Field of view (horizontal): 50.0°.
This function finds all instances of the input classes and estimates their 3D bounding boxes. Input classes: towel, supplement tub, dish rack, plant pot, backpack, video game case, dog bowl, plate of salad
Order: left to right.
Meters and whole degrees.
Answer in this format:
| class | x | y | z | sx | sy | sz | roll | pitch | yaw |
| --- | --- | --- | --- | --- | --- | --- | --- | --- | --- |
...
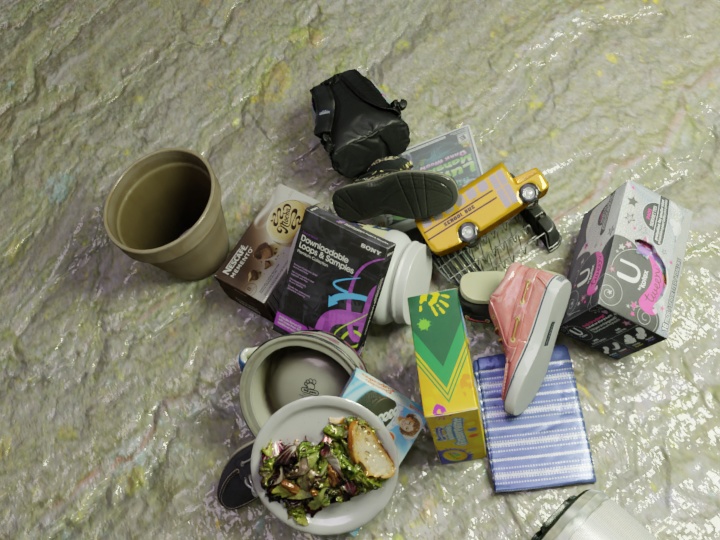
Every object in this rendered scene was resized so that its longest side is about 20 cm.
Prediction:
| class | x | y | z | sx | sy | sz | roll | pitch | yaw |
| --- | --- | --- | --- | --- | --- | --- | --- | --- | --- |
| plant pot | -0.307 | -0.074 | 1.313 | 0.195 | 0.174 | 0.204 | -7 | 59 | 11 |
| dog bowl | -0.072 | 0.176 | 1.113 | 0.195 | 0.074 | 0.205 | 4 | 106 | 14 |
| plate of salad | -0.047 | 0.262 | 1.007 | 0.196 | 0.204 | 0.048 | -17 | 15 | 5 |
| backpack | -0.014 | -0.258 | 1.354 | 0.164 | 0.128 | 0.201 | -21 | 46 | -9 |
| supplement tub | 0.000 | 0.000 | 1.203 | 0.196 | 0.146 | 0.147 | 14 | 65 | 22 |
| video game case | 0.107 | -0.150 | 1.292 | 0.196 | 0.024 | 0.184 | -19 | 45 | 13 |
| dish rack | 0.202 | -0.059 | 1.235 | 0.198 | 0.055 | 0.155 | -32 | 57 | -1 |
| towel | 0.243 | 0.208 | 1.096 | 0.141 | 0.024 | 0.204 | -9 | 61 | 8 |

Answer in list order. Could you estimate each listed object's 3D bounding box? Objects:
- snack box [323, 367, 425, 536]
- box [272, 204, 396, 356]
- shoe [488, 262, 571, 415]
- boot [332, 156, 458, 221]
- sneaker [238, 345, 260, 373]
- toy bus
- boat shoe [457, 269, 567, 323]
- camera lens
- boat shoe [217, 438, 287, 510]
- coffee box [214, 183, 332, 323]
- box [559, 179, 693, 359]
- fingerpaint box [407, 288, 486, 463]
| class | x | y | z | sx | sy | sz | roll | pitch | yaw |
| --- | --- | --- | --- | --- | --- | --- | --- | --- | --- |
| snack box | -0.006 | 0.248 | 1.050 | 0.115 | 0.037 | 0.202 | 29 | 102 | -2 |
| box | -0.042 | 0.026 | 1.128 | 0.141 | 0.036 | 0.204 | 24 | 111 | 18 |
| shoe | 0.220 | 0.093 | 1.084 | 0.090 | 0.071 | 0.204 | 23 | 100 | 36 |
| boot | 0.070 | -0.138 | 1.200 | 0.199 | 0.075 | 0.154 | -5 | 23 | 26 |
| sneaker | -0.096 | 0.147 | 1.188 | 0.195 | 0.077 | 0.077 | -7 | 58 | 8 |
| toy bus | 0.185 | -0.095 | 1.171 | 0.198 | 0.065 | 0.079 | -33 | 79 | 8 |
| boat shoe | 0.244 | 0.044 | 1.162 | 0.196 | 0.064 | 0.075 | 3 | 50 | 1 |
| camera lens | 0.295 | 0.374 | 0.902 | 0.160 | 0.161 | 0.199 | -43 | 59 | -11 |
| boat shoe | -0.143 | 0.282 | 1.086 | 0.200 | 0.072 | 0.063 | -45 | 12 | 23 |
| coffee box | -0.138 | -0.029 | 1.296 | 0.112 | 0.080 | 0.202 | 25 | 71 | 25 |
| box | 0.369 | 0.000 | 1.087 | 0.113 | 0.132 | 0.203 | 23 | 67 | -5 |
| fingerpaint box | 0.121 | 0.149 | 1.053 | 0.072 | 0.201 | 0.170 | -10 | 58 | 7 |
